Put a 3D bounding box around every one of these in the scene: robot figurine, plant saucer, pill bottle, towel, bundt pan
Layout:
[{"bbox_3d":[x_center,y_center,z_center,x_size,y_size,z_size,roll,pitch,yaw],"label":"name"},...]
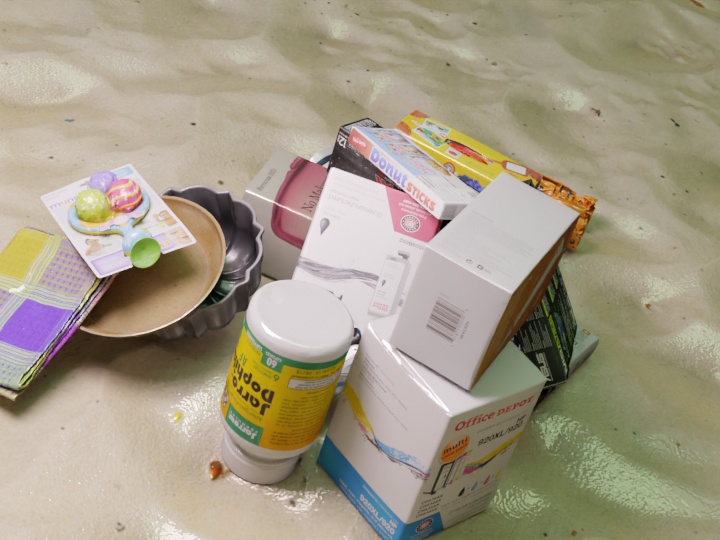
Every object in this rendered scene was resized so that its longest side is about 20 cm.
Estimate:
[{"bbox_3d":[0.240,-0.107,1.956,0.198,0.059,0.145,26,35,7],"label":"robot figurine"},{"bbox_3d":[-0.242,0.002,1.484,0.198,0.036,0.202,-5,50,6],"label":"plant saucer"},{"bbox_3d":[-0.083,0.120,1.383,0.111,0.201,0.113,13,36,-9],"label":"pill bottle"},{"bbox_3d":[-0.362,0.038,1.439,0.142,0.023,0.201,18,56,23],"label":"towel"},{"bbox_3d":[-0.201,-0.001,1.552,0.199,0.076,0.204,-6,50,7],"label":"bundt pan"}]

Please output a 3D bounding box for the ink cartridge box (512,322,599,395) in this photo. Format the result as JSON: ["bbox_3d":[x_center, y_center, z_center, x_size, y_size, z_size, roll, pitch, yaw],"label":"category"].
[{"bbox_3d":[0.177,0.073,1.682,0.199,0.047,0.197,34,33,18],"label":"ink cartridge box"}]

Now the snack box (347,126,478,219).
[{"bbox_3d":[0.066,-0.116,1.573,0.071,0.025,0.200,-1,31,-36],"label":"snack box"}]

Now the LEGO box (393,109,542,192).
[{"bbox_3d":[0.124,-0.100,1.814,0.199,0.150,0.077,29,36,13],"label":"LEGO box"}]

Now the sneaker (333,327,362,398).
[{"bbox_3d":[-0.027,0.106,1.494,0.198,0.073,0.072,-18,14,-5],"label":"sneaker"}]

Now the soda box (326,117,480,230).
[{"bbox_3d":[0.055,-0.108,1.673,0.199,0.071,0.063,37,37,24],"label":"soda box"}]

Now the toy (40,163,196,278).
[{"bbox_3d":[-0.273,-0.071,1.485,0.114,0.048,0.200,-22,41,-21],"label":"toy"}]

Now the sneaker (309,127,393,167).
[{"bbox_3d":[0.003,-0.139,1.889,0.199,0.077,0.081,-28,68,-41],"label":"sneaker"}]

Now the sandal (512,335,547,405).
[{"bbox_3d":[0.160,0.074,1.576,0.076,0.043,0.201,7,36,-47],"label":"sandal"}]

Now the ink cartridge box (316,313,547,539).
[{"bbox_3d":[0.072,0.156,1.408,0.146,0.201,0.145,-15,47,-38],"label":"ink cartridge box"}]

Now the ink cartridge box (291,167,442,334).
[{"bbox_3d":[0.000,0.000,1.573,0.145,0.202,0.083,19,-1,0],"label":"ink cartridge box"}]

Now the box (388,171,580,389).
[{"bbox_3d":[0.127,0.006,1.352,0.097,0.125,0.200,29,35,14],"label":"box"}]

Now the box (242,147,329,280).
[{"bbox_3d":[-0.049,-0.050,1.702,0.198,0.110,0.128,23,35,5],"label":"box"}]

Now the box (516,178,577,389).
[{"bbox_3d":[0.199,0.012,1.556,0.047,0.202,0.193,-15,13,19],"label":"box"}]
